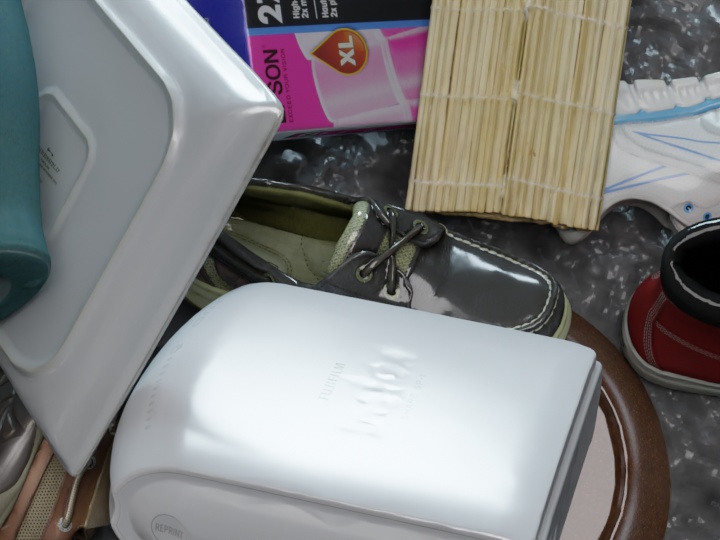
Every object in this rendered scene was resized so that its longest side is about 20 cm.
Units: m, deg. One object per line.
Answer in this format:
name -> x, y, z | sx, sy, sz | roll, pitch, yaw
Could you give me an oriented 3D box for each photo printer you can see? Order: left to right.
photo printer -> -0.005, 0.078, 1.137 | 0.199, 0.070, 0.167 | 11, 34, 11

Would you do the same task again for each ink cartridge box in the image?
ink cartridge box -> -0.016, -0.113, 1.242 | 0.199, 0.037, 0.095 | -7, 88, -30

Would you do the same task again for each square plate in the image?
square plate -> -0.133, -0.043, 1.178 | 0.199, 0.028, 0.200 | -59, 45, 18

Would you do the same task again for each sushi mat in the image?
sushi mat -> 0.081, -0.121, 1.235 | 0.095, 0.012, 0.201 | 8, 95, 3

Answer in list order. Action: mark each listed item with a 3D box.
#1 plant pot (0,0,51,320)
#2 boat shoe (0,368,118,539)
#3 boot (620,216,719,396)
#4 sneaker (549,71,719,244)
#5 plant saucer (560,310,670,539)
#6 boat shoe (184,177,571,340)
plant pot -> -0.225, -0.062, 1.134 | 0.199, 0.200, 0.189 | -21, 76, -7
boat shoe -> -0.151, 0.097, 1.223 | 0.072, 0.076, 0.201 | 43, 65, -25
boot -> 0.230, 0.023, 1.207 | 0.199, 0.144, 0.073 | 7, 72, -3
sneaker -> 0.182, -0.055, 1.272 | 0.199, 0.075, 0.087 | -11, 82, 4
plant saucer -> 0.051, 0.097, 1.240 | 0.199, 0.035, 0.201 | 0, 76, -1
boat shoe -> 0.000, -0.001, 1.223 | 0.200, 0.066, 0.072 | 12, 56, 18
